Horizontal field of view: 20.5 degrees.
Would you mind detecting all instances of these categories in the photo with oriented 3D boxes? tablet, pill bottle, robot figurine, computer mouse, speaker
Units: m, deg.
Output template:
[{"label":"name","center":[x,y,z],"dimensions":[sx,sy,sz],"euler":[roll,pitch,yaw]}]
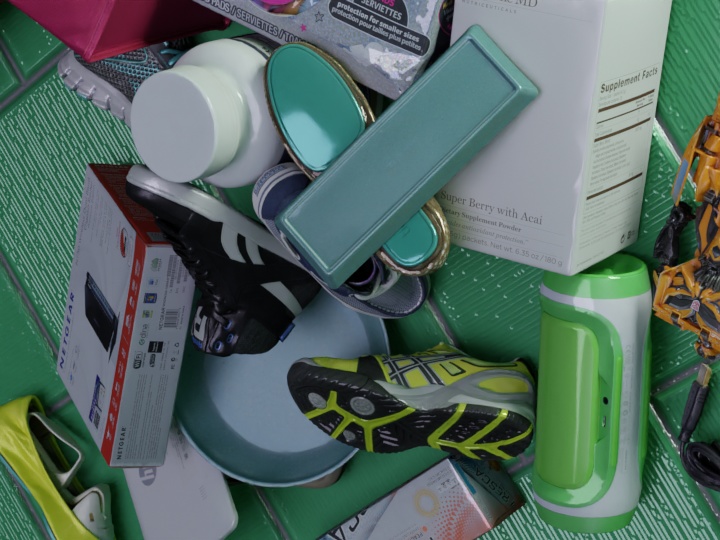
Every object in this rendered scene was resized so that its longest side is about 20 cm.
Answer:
[{"label":"tablet","center":[-0.167,0.159,1.703],"dimensions":[0.130,0.014,0.200],"euler":[-46,53,39]},{"label":"pill bottle","center":[-0.079,-0.124,1.511],"dimensions":[0.111,0.200,0.111],"euler":[10,108,33]},{"label":"robot figurine","center":[0.267,-0.029,1.396],"dimensions":[0.145,0.058,0.201],"euler":[31,112,40]},{"label":"computer mouse","center":[0.307,0.086,1.434],"dimensions":[0.140,0.046,0.201],"euler":[31,116,41]},{"label":"speaker","center":[0.172,0.090,1.488],"dimensions":[0.088,0.088,0.201],"euler":[10,108,29]}]

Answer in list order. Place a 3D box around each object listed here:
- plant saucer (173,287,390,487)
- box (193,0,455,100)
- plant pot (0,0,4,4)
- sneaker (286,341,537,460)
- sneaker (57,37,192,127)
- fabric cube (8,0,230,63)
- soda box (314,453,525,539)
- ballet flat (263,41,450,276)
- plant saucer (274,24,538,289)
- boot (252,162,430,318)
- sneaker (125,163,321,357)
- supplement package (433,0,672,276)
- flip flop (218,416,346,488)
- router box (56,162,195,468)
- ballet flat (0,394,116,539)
[{"label":"plant saucer","center":[-0.064,0.076,1.632],"dimensions":[0.199,0.036,0.201],"euler":[0,89,19]},{"label":"box","center":[-0.002,-0.222,1.479],"dimensions":[0.200,0.132,0.115],"euler":[28,117,22]},{"label":"plant pot","center":[-0.390,-0.254,1.684],"dimensions":[0.195,0.201,0.201],"euler":[-36,83,26]},{"label":"sneaker","center":[0.042,0.096,1.557],"dimensions":[0.199,0.077,0.076],"euler":[10,136,11]},{"label":"sneaker","center":[-0.160,-0.157,1.633],"dimensions":[0.200,0.078,0.091],"euler":[31,113,19]},{"label":"fabric cube","center":[-0.192,-0.305,1.537],"dimensions":[0.199,0.196,0.200],"euler":[37,118,16]},{"label":"soda box","center":[0.035,0.213,1.619],"dimensions":[0.200,0.064,0.068],"euler":[-36,83,33]},{"label":"ballet flat","center":[-0.002,-0.076,1.432],"dimensions":[0.070,0.065,0.200],"euler":[-34,76,8]},{"label":"plant saucer","center":[0.028,-0.079,1.379],"dimensions":[0.200,0.019,0.070],"euler":[-44,74,10]},{"label":"boot","center":[0.000,0.000,1.499],"dimensions":[0.073,0.200,0.090],"euler":[-48,44,8]},{"label":"sneaker","center":[-0.116,0.004,1.531],"dimensions":[0.073,0.200,0.112],"euler":[29,90,52]},{"label":"supplement package","center":[0.136,-0.116,1.431],"dimensions":[0.121,0.120,0.201],"euler":[15,111,29]},{"label":"flip flop","center":[-0.104,0.153,1.689],"dimensions":[0.200,0.058,0.081],"euler":[5,106,33]},{"label":"router box","center":[-0.197,0.035,1.663],"dimensions":[0.180,0.049,0.201],"euler":[-133,50,-57]},{"label":"ballet flat","center":[-0.266,0.199,1.804],"dimensions":[0.067,0.067,0.200],"euler":[-37,80,12]}]
